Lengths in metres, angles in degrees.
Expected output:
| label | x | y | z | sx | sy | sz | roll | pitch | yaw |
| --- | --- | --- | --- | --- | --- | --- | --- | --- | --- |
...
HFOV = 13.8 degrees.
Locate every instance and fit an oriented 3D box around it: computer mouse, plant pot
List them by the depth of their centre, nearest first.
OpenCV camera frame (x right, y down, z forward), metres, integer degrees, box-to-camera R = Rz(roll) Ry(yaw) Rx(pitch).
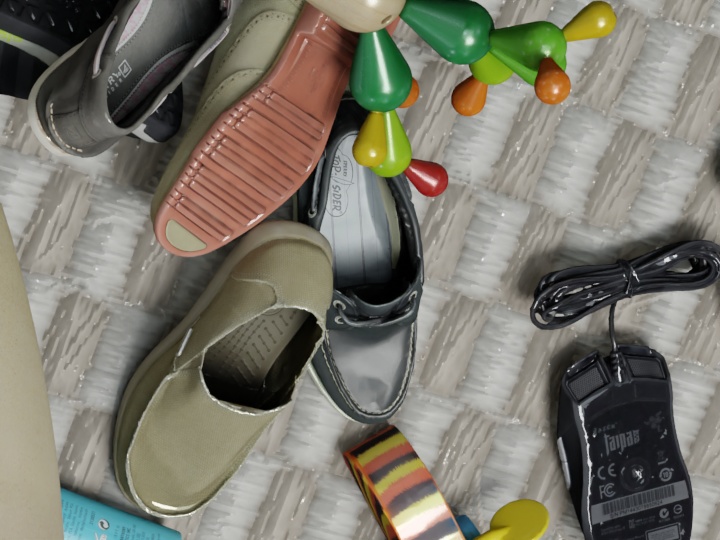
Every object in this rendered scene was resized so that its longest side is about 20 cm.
| label | x | y | z | sx | sy | sz | roll | pitch | yaw |
| --- | --- | --- | --- | --- | --- | --- | --- | --- | --- |
| plant pot | -0.238 | 0.060 | 1.554 | 0.186 | 0.187 | 0.201 | 7 | 79 | -20 |
| computer mouse | 0.174 | 0.077 | 1.764 | 0.140 | 0.046 | 0.201 | -19 | 106 | -16 |

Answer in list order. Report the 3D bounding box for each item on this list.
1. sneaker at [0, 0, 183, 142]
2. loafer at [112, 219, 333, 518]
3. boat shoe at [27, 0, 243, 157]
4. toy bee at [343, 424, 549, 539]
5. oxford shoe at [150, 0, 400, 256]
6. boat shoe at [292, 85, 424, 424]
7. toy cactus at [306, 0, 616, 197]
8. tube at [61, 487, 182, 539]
| label | x | y | z | sx | sy | sz | roll | pitch | yaw |
| --- | --- | --- | --- | --- | --- | --- | --- | --- | --- |
| sneaker | -0.181 | -0.126 | 1.584 | 0.083 | 0.072 | 0.200 | -23 | 138 | 37 |
| loafer | -0.078 | 0.064 | 1.641 | 0.075 | 0.068 | 0.201 | 20 | 117 | -19 |
| boat shoe | -0.097 | -0.133 | 1.557 | 0.067 | 0.057 | 0.200 | 53 | 54 | -27 |
| toy bee | 0.064 | 0.186 | 1.722 | 0.200 | 0.109 | 0.131 | 41 | 89 | -24 |
| oxford shoe | -0.054 | -0.098 | 1.621 | 0.200 | 0.074 | 0.071 | -52 | 135 | -4 |
| boat shoe | 0.002 | -0.001 | 1.668 | 0.074 | 0.066 | 0.201 | -7 | 108 | -17 |
| toy cactus | 0.031 | -0.124 | 1.550 | 0.164 | 0.103 | 0.200 | 23 | 139 | -17 |
| tube | -0.199 | 0.141 | 1.659 | 0.199 | 0.050 | 0.078 | 20 | 86 | -16 |
